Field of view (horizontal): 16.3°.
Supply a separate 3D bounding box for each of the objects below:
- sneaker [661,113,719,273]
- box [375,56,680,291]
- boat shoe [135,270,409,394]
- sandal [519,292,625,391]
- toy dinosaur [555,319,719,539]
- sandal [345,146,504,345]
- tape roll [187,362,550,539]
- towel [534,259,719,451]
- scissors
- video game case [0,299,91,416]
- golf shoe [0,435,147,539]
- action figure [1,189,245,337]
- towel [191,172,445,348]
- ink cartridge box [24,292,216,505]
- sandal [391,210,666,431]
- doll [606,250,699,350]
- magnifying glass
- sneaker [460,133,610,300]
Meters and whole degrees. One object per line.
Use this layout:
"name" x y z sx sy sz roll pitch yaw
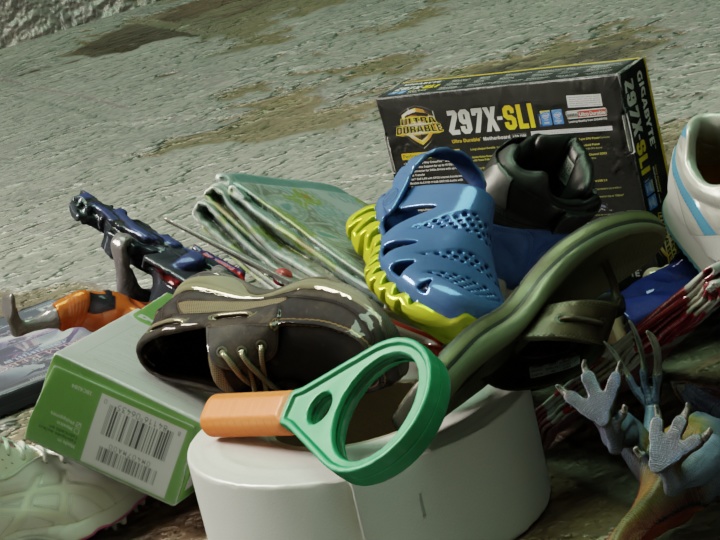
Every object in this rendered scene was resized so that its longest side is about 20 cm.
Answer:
"sneaker" 0.253 -0.015 1.545 0.076 0.081 0.200 -25 50 -21
"box" 0.120 -0.060 1.773 0.199 0.161 0.049 -4 17 33
"boat shoe" -0.054 0.051 1.453 0.199 0.075 0.073 2 37 49
"sandal" 0.102 0.056 1.546 0.075 0.048 0.200 -9 -12 -30
"toy dinosaur" 0.166 0.097 1.342 0.105 0.201 0.181 17 -11 29
"sandal" 0.048 -0.016 1.494 0.087 0.079 0.200 -51 26 11
"tape roll" 0.005 0.113 1.428 0.201 0.071 0.203 -12 15 3
"towel" 0.188 0.030 1.468 0.144 0.023 0.200 -29 -11 -43
"scissors" -0.038 0.008 1.490 0.199 0.014 0.073 25 13 11
"video game case" -0.258 0.066 1.914 0.142 0.019 0.200 -21 16 -25
"golf shoe" -0.207 0.129 1.509 0.199 0.092 0.075 -22 17 -39
"action figure" -0.166 0.029 1.816 0.193 0.105 0.200 -20 41 -39
"towel" 0.000 0.000 1.633 0.171 0.048 0.200 36 15 26
"ink cartridge box" -0.119 0.077 1.573 0.103 0.060 0.200 24 15 10
"sandal" 0.099 0.039 1.375 0.201 0.057 0.080 -39 -17 -28
"doll" 0.224 0.007 1.653 0.199 0.049 0.136 -20 4 -25
"magnifying glass" -0.022 0.077 1.352 0.200 0.022 0.080 -4 57 51
"sneaker" 0.129 -0.030 1.647 0.199 0.111 0.077 13 32 -51
